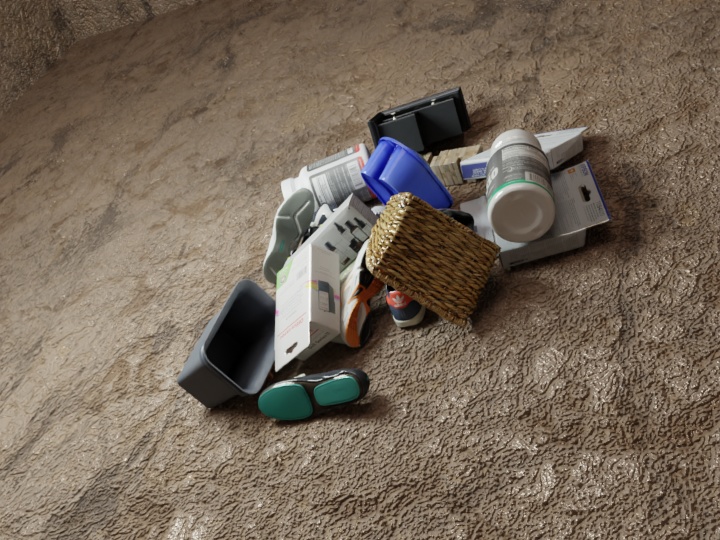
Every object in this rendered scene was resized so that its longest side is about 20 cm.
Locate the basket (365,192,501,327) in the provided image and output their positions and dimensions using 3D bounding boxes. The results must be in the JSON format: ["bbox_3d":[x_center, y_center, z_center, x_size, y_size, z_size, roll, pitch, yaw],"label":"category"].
[{"bbox_3d":[0.106,-0.016,1.485,0.151,0.197,0.143,-63,13,-6],"label":"basket"}]

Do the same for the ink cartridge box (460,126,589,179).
[{"bbox_3d":[0.322,-0.225,1.727,0.197,0.041,0.199,-3,18,38],"label":"ink cartridge box"}]

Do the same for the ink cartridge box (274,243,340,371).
[{"bbox_3d":[-0.091,0.072,1.537,0.117,0.066,0.204,-38,41,42],"label":"ink cartridge box"}]

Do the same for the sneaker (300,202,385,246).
[{"bbox_3d":[-0.032,-0.102,1.794,0.197,0.080,0.131,-29,40,14],"label":"sneaker"}]

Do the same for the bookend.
[{"bbox_3d":[0.128,-0.311,1.902,0.195,0.094,0.200,-15,13,13],"label":"bookend"}]

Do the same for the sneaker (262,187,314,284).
[{"bbox_3d":[-0.145,-0.077,1.765,0.069,0.203,0.081,20,22,-10],"label":"sneaker"}]

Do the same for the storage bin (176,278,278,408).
[{"bbox_3d":[-0.222,0.143,1.553,0.134,0.145,0.202,-34,22,40],"label":"storage bin"}]

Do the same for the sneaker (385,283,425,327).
[{"bbox_3d":[0.081,0.004,1.568,0.073,0.086,0.202,-16,34,14],"label":"sneaker"}]

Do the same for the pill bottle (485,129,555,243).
[{"bbox_3d":[0.270,-0.149,1.523,0.111,0.114,0.202,-14,34,17],"label":"pill bottle"}]

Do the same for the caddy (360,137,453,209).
[{"bbox_3d":[0.095,-0.170,1.708,0.106,0.200,0.141,-52,38,-10],"label":"caddy"}]

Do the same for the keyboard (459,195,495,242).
[{"bbox_3d":[0.218,-0.077,1.661,0.055,0.011,0.202,-22,33,16],"label":"keyboard"}]

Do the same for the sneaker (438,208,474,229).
[{"bbox_3d":[0.122,-0.081,1.592,0.197,0.078,0.087,-15,8,-40],"label":"sneaker"}]

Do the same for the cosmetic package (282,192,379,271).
[{"bbox_3d":[-0.053,-0.042,1.641,0.200,0.082,0.051,-44,11,27],"label":"cosmetic package"}]

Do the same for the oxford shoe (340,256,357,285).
[{"bbox_3d":[0.000,0.000,1.655,0.201,0.058,0.075,-51,15,-22],"label":"oxford shoe"}]

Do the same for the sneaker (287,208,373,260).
[{"bbox_3d":[-0.062,-0.058,1.695,0.199,0.083,0.072,-41,21,19],"label":"sneaker"}]

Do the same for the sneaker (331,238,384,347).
[{"bbox_3d":[-0.016,0.034,1.564,0.091,0.075,0.203,-3,59,44],"label":"sneaker"}]

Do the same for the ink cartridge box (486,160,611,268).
[{"bbox_3d":[0.328,-0.100,1.573,0.196,0.041,0.201,-16,35,13],"label":"ink cartridge box"}]

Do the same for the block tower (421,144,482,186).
[{"bbox_3d":[0.157,-0.208,1.838,0.196,0.055,0.058,-4,37,30],"label":"block tower"}]

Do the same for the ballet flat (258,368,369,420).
[{"bbox_3d":[-0.069,0.195,1.433,0.196,0.074,0.074,-16,33,26],"label":"ballet flat"}]

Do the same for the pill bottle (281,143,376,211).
[{"bbox_3d":[-0.061,-0.180,1.887,0.196,0.117,0.117,-20,33,8],"label":"pill bottle"}]
